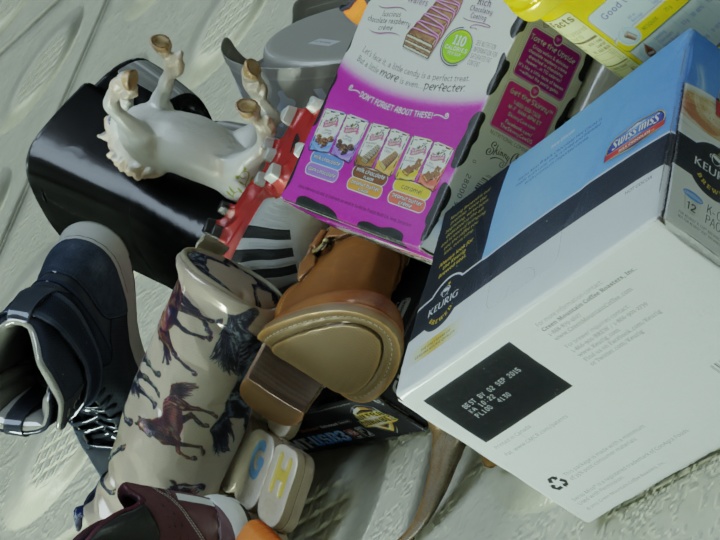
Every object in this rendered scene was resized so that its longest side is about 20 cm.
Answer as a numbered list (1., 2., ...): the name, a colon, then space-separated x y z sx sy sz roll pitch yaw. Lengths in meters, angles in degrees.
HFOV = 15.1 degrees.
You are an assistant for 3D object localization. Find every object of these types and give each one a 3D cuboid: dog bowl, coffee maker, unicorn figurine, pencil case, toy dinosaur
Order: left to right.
1. coffee maker: -0.132 -0.043 1.874 0.200 0.135 0.192 24 41 34
2. pencil case: -0.111 0.083 1.695 0.089 0.078 0.201 37 110 45
3. unicorn figurine: -0.115 -0.092 1.771 0.074 0.200 0.138 -45 -24 -28
4. dog bowl: 0.009 -0.141 1.814 0.199 0.059 0.200 -11 19 4
5. toy dinosaur: 0.054 0.084 1.518 0.106 0.060 0.201 -160 80 -69

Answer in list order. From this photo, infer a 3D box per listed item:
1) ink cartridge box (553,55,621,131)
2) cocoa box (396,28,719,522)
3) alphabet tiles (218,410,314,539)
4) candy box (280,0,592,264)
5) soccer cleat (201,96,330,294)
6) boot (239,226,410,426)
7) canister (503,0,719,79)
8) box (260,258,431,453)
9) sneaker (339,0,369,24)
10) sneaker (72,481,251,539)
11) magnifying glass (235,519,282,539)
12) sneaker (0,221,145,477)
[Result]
1. ink cartridge box: 0.130 -0.090 1.524 0.201 0.084 0.145 -63 22 1
2. cocoa box: 0.136 0.006 1.329 0.200 0.133 0.132 -37 27 42
3. alphabet tiles: -0.084 0.139 1.717 0.200 0.015 0.196 28 100 65
4. candy box: 0.053 -0.106 1.485 0.136 0.061 0.201 22 87 52
5. soccer cleat: -0.034 -0.039 1.701 0.200 0.085 0.069 -49 22 48
6. boot: 0.000 0.000 1.584 0.155 0.074 0.200 -59 12 -22
7. canister: 0.183 -0.140 1.347 0.148 0.200 0.087 -41 24 34
8. box: 0.016 0.016 1.717 0.198 0.050 0.201 -17 44 61
9. sneaker: 0.055 -0.152 1.661 0.078 0.112 0.200 -58 -18 -7
10. sneaker: -0.140 0.220 1.622 0.076 0.115 0.201 -26 50 58
11. magnifying glass: -0.025 0.188 1.540 0.080 0.022 0.200 -57 28 1
12. sneaker: -0.185 0.092 1.748 0.077 0.203 0.146 -1 30 21
